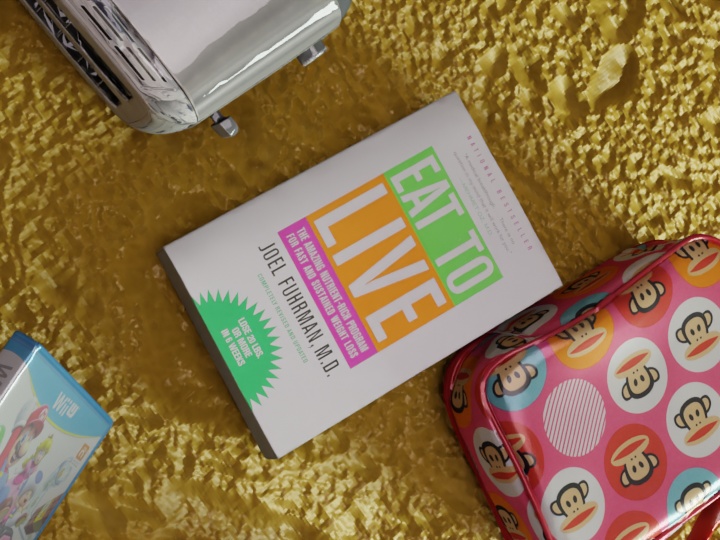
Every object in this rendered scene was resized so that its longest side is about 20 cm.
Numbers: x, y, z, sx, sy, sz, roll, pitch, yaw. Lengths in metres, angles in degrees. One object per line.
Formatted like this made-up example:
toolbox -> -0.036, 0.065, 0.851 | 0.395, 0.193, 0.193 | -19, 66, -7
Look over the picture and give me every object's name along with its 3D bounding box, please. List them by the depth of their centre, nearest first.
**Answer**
video game case -> -0.200, 0.138, 0.793 | 0.018, 0.143, 0.201 | 28, 75, 16
toaster -> -0.110, -0.168, 0.851 | 0.129, 0.113, 0.200 | -43, 104, -15
book -> 0.000, 0.000, 0.926 | 0.199, 0.048, 0.135 | -30, 94, -18
lunch bag -> 0.163, 0.090, 0.961 | 0.199, 0.082, 0.178 | -28, 98, -20
